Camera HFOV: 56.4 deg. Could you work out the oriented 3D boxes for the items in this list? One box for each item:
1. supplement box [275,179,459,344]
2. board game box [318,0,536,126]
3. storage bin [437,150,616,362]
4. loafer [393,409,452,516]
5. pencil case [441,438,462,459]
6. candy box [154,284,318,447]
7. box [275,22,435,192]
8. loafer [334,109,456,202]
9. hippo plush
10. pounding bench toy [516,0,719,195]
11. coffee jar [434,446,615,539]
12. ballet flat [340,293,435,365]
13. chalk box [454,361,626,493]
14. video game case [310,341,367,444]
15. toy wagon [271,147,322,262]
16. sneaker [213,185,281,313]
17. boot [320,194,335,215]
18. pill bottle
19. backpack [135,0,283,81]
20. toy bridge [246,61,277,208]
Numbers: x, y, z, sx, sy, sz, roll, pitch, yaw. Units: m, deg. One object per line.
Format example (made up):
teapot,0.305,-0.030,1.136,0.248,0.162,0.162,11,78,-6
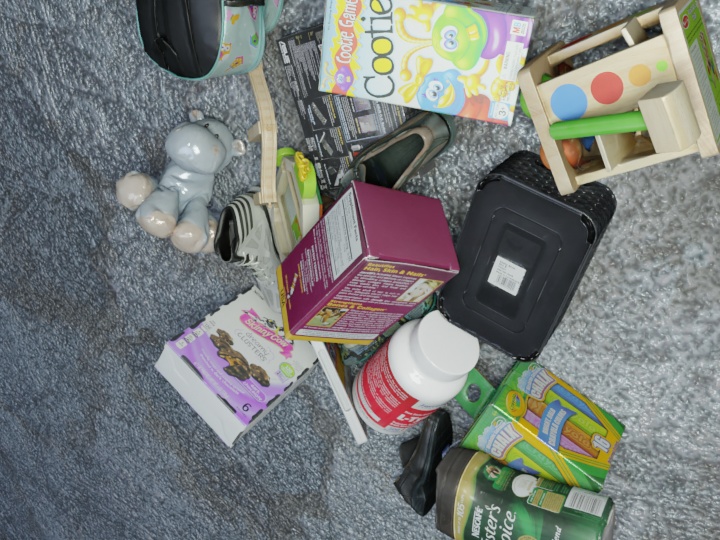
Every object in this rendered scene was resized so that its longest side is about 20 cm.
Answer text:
supplement box,0.000,0.000,0.798,0.200,0.130,0.104,-43,49,44
board game box,0.069,-0.226,0.687,0.198,0.105,0.104,13,117,10
storage bin,0.184,-0.015,0.764,0.134,0.094,0.202,29,126,19
loafer,0.087,0.281,1.005,0.072,0.073,0.202,26,125,27
pencil case,0.193,0.327,0.939,0.083,0.091,0.201,-29,96,41
candy box,-0.181,0.138,1.030,0.168,0.200,0.072,44,130,7
box,-0.006,-0.206,0.826,0.156,0.050,0.202,-3,112,36
loafer,0.024,-0.116,0.778,0.072,0.063,0.200,50,131,-1
hippo plush,-0.230,-0.131,0.975,0.159,0.200,0.161,42,106,1
pounding bench toy,0.220,-0.145,0.595,0.155,0.200,0.125,-14,109,38
coffee jar,0.179,0.278,0.763,0.198,0.085,0.106,13,118,30
ballet flat,0.017,0.066,0.935,0.074,0.074,0.200,50,125,2
chalk box,0.203,0.204,0.845,0.199,0.124,0.126,34,128,15
video game case,-0.038,0.136,0.981,0.017,0.143,0.202,-23,101,3
toy wagon,-0.084,-0.084,0.889,0.200,0.039,0.157,124,135,-58
sneaker,-0.164,-0.012,0.996,0.075,0.115,0.203,2,115,34
boot,-0.041,-0.014,0.956,0.075,0.073,0.202,34,137,51
pill bottle,0.072,0.134,0.885,0.112,0.112,0.200,45,143,7
backpack,-0.186,-0.337,0.815,0.174,0.153,0.202,24,116,25
toy bridge,-0.130,-0.183,0.885,0.067,0.027,0.203,178,85,-67
